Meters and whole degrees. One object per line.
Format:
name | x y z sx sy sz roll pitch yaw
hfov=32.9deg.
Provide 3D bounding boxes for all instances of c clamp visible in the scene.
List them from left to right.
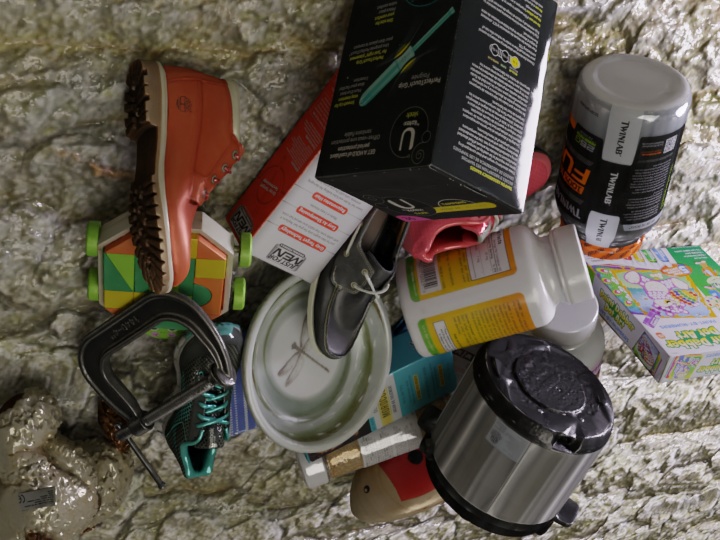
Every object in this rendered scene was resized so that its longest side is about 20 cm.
c clamp | -0.194 0.110 1.202 0.171 0.027 0.199 48 124 -7

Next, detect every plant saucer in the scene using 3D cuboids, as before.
plant saucer | -0.054 0.091 1.304 0.198 0.050 0.203 -7 101 -38

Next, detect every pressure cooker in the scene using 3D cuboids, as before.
pressure cooker | 0.165 0.193 1.357 0.176 0.177 0.202 6 126 -29

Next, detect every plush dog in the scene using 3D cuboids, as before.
plush dog | -0.306 0.227 1.270 0.171 0.160 0.201 -15 141 -56

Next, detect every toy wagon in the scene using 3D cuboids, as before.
toy wagon | -0.187 0.014 1.178 0.153 0.040 0.201 4 141 -8

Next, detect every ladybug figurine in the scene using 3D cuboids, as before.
ladybug figurine | 0.072 0.242 1.508 0.198 0.135 0.073 -24 105 -24

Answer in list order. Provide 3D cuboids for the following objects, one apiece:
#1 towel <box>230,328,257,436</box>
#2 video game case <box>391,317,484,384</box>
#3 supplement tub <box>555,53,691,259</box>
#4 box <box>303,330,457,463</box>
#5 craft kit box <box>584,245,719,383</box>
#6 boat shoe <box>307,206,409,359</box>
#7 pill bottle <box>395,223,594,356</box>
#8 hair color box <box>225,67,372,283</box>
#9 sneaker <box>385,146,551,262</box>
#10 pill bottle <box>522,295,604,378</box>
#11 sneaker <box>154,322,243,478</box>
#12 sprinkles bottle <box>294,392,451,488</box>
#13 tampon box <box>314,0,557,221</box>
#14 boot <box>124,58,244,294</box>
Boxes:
towel | -0.108 0.115 1.364 0.197 0.024 0.146 -17 131 -19
video game case | 0.115 0.062 1.449 0.142 0.018 0.201 26 111 -41
supplement tub | 0.278 -0.119 1.315 0.121 0.123 0.202 -12 131 -21
box | 0.012 0.139 1.402 0.198 0.049 0.083 -25 135 -11
craft kit box | 0.384 0.047 1.463 0.197 0.198 0.049 -5 131 -27
boat shoe | 0.000 0.000 1.252 0.071 0.067 0.203 13 100 -41
pill bottle | 0.146 0.016 1.317 0.197 0.112 0.112 -16 137 12
hair color box | -0.033 -0.093 1.199 0.101 0.061 0.201 26 110 -41
sneaker | 0.127 -0.063 1.299 0.198 0.087 0.074 -25 136 -10
pill bottle | 0.238 0.106 1.477 0.111 0.113 0.201 -20 140 -14
sneaker | -0.155 0.137 1.253 0.077 0.092 0.201 -6 139 -27
sprinkles bottle | 0.018 0.196 1.455 0.197 0.069 0.069 -19 134 -7
tampon box | 0.069 -0.159 1.078 0.125 0.149 0.203 22 75 -40
boot | -0.149 -0.080 1.072 0.106 0.075 0.203 2 87 -31
